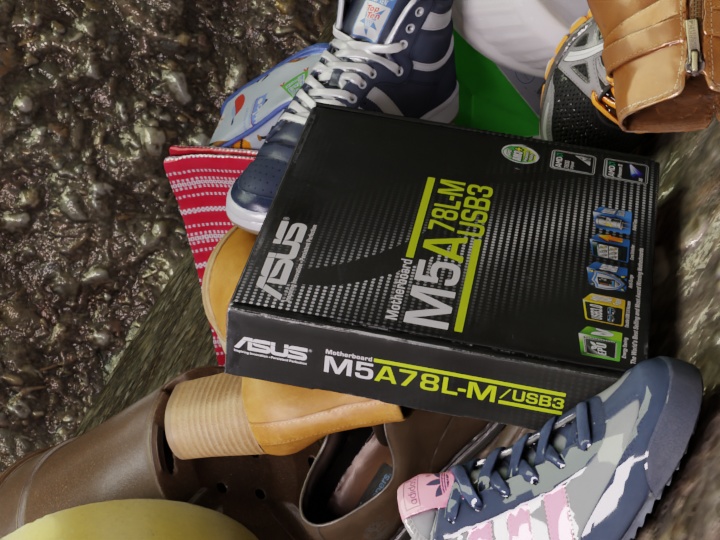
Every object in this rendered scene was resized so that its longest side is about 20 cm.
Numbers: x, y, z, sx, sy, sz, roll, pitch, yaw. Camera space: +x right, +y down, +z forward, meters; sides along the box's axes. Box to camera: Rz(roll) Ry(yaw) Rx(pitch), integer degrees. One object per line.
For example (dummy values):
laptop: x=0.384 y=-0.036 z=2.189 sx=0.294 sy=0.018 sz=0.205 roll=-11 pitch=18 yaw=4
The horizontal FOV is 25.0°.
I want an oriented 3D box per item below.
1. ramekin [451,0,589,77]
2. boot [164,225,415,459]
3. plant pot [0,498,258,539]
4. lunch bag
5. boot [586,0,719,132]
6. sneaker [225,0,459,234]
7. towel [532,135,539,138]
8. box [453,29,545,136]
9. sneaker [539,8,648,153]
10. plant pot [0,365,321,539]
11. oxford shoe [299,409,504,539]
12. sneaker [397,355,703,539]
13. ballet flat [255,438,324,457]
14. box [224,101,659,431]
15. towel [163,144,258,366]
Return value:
ramekin: x=0.141 y=-0.215 z=0.992 sx=0.203 sy=0.202 sz=0.094 roll=-58 pitch=23 yaw=-2
boot: x=-0.016 y=0.027 z=0.881 sx=0.144 sy=0.071 sz=0.201 roll=-12 pitch=32 yaw=19
plant pot: x=-0.140 y=0.255 z=0.974 sx=0.200 sy=0.200 sz=0.142 roll=-51 pitch=37 yaw=31
lunch bag: x=-0.002 y=-0.067 z=1.171 sx=0.160 sy=0.200 sz=0.076 roll=-27 pitch=34 yaw=43
boot: x=0.210 y=-0.151 z=0.802 sx=0.200 sy=0.074 sz=0.155 roll=-13 pitch=63 yaw=27
sneaker: x=-0.010 y=-0.106 z=0.954 sx=0.200 sy=0.070 sz=0.109 roll=-39 pitch=-39 yaw=-40
towel: x=0.084 y=0.000 z=1.064 sx=0.200 sy=0.023 sz=0.153 roll=-55 pitch=12 yaw=11
box: x=0.090 y=-0.219 z=1.099 sx=0.097 sy=0.200 sz=0.177 roll=-2 pitch=48 yaw=55
sneaker: x=0.169 y=-0.124 z=0.912 sx=0.200 sy=0.078 sz=0.077 roll=-53 pitch=21 yaw=28
plant pot: x=-0.134 y=0.176 z=1.135 sx=0.198 sy=0.200 sz=0.200 roll=-37 pitch=21 yaw=39
oxford shoe: x=0.033 y=0.069 z=0.894 sx=0.073 sy=0.084 sz=0.200 roll=27 pitch=88 yaw=38
sneaker: x=0.064 y=0.104 z=0.706 sx=0.200 sy=0.082 sz=0.070 roll=-53 pitch=11 yaw=20
ballet flat: x=-0.039 y=0.084 z=1.259 sx=0.069 sy=0.063 sz=0.200 roll=-52 pitch=12 yaw=35
box: x=0.048 y=-0.006 z=0.811 sx=0.200 sy=0.193 sz=0.048 roll=-71 pitch=-8 yaw=-54
towel: x=-0.063 y=0.008 z=1.157 sx=0.144 sy=0.200 sz=0.022 roll=6 pitch=30 yaw=34
